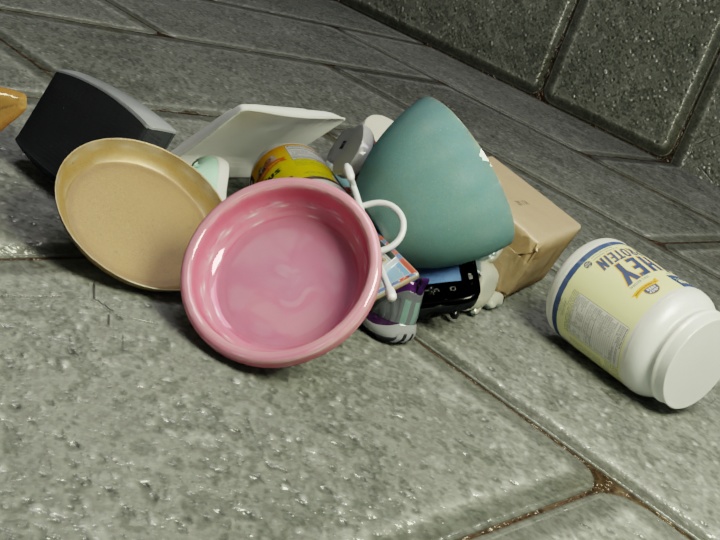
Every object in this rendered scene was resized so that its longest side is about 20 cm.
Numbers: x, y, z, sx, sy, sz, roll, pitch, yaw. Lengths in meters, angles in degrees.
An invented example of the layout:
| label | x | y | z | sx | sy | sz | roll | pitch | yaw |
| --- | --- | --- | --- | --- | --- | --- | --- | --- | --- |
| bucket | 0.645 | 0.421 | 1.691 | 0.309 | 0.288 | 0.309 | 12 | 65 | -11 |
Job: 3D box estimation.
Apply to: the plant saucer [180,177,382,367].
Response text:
| label | x | y | z | sx | sy | sz | roll | pitch | yaw |
| --- | --- | --- | --- | --- | --- | --- | --- | --- | --- |
| plant saucer | -0.075 | 0.006 | 1.042 | 0.200 | 0.201 | 0.051 | 28 | -20 | 22 |

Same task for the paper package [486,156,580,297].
| label | x | y | z | sx | sy | sz | roll | pitch | yaw |
| --- | --- | --- | --- | --- | --- | --- | --- | --- | --- |
| paper package | 0.193 | -0.068 | 1.524 | 0.190 | 0.104 | 0.200 | 42 | 26 | 17 |

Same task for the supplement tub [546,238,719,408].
| label | x | y | z | sx | sy | sz | roll | pitch | yaw |
| --- | --- | --- | --- | --- | --- | --- | --- | --- | --- |
| supplement tub | 0.342 | 0.064 | 1.307 | 0.144 | 0.146 | 0.200 | 4 | 25 | -39 |

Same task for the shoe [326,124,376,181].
| label | x | y | z | sx | sy | sz | roll | pitch | yaw |
| --- | --- | --- | --- | --- | --- | --- | --- | --- | --- |
| shoe | 0.015 | -0.136 | 1.378 | 0.091 | 0.072 | 0.200 | 32 | 4 | -12 |

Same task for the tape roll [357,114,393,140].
| label | x | y | z | sx | sy | sz | roll | pitch | yaw |
| --- | --- | --- | --- | --- | --- | --- | --- | --- | --- |
| tape roll | 0.064 | -0.146 | 1.614 | 0.202 | 0.037 | 0.203 | 39 | 30 | -27 |

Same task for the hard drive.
| label | x | y | z | sx | sy | sz | roll | pitch | yaw |
| --- | --- | --- | --- | --- | --- | --- | --- | --- | --- |
| hard drive | -0.316 | -0.154 | 1.241 | 0.199 | 0.135 | 0.042 | 32 | 0 | 32 |

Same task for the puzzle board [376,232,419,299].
| label | x | y | z | sx | sy | sz | roll | pitch | yaw |
| --- | --- | --- | --- | --- | --- | --- | --- | --- | --- |
| puzzle board | -0.045 | -0.010 | 1.178 | 0.150 | 0.017 | 0.200 | -27 | 36 | -11 |

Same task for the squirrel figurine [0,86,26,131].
| label | x | y | z | sx | sy | sz | roll | pitch | yaw |
| --- | --- | --- | --- | --- | --- | --- | --- | --- | --- |
| squirrel figurine | -0.472 | -0.150 | 1.085 | 0.199 | 0.143 | 0.186 | 5 | 18 | -43 |

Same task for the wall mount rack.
| label | x | y | z | sx | sy | sz | roll | pitch | yaw |
| --- | --- | --- | --- | --- | --- | --- | --- | --- | --- |
| wall mount rack | -0.042 | -0.014 | 1.112 | 0.199 | 0.075 | 0.175 | -19 | 65 | 0 |

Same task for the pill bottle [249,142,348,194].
| label | x | y | z | sx | sy | sz | roll | pitch | yaw |
| --- | --- | --- | --- | --- | --- | --- | --- | --- | --- |
| pill bottle | -0.081 | -0.096 | 1.365 | 0.109 | 0.110 | 0.200 | 12 | 20 | -22 |

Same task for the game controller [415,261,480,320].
| label | x | y | z | sx | sy | sz | roll | pitch | yaw |
| --- | --- | --- | --- | --- | --- | --- | --- | --- | --- |
| game controller | 0.089 | -0.001 | 1.297 | 0.104 | 0.042 | 0.200 | -15 | 25 | 8 |

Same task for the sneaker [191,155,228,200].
| label | x | y | z | sx | sy | sz | roll | pitch | yaw |
| --- | --- | --- | --- | --- | --- | --- | --- | --- | --- |
| sneaker | -0.226 | -0.108 | 1.296 | 0.118 | 0.074 | 0.201 | 21 | 21 | -18 |

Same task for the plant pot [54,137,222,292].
| label | x | y | z | sx | sy | sz | roll | pitch | yaw |
| --- | --- | --- | --- | --- | --- | --- | --- | --- | --- |
| plant pot | -0.229 | -0.055 | 1.126 | 0.199 | 0.028 | 0.201 | 21 | 44 | -22 |

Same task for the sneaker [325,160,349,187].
| label | x | y | z | sx | sy | sz | roll | pitch | yaw |
| --- | --- | --- | --- | --- | --- | --- | --- | --- | --- |
| sneaker | 0.018 | -0.125 | 1.636 | 0.199 | 0.074 | 0.082 | 1 | 56 | -54 |

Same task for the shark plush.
| label | x | y | z | sx | sy | sz | roll | pitch | yaw |
| --- | --- | --- | --- | --- | --- | --- | --- | --- | --- |
| shark plush | 0.121 | 0.031 | 1.356 | 0.083 | 0.091 | 0.200 | 8 | 34 | 26 |

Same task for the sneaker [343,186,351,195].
| label | x | y | z | sx | sy | sz | roll | pitch | yaw |
| --- | --- | --- | --- | --- | --- | --- | --- | --- | --- |
| sneaker | 0.025 | -0.060 | 1.440 | 0.107 | 0.068 | 0.201 | 7 | 20 | -26 |

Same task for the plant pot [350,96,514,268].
| label | x | y | z | sx | sy | sz | roll | pitch | yaw |
| --- | --- | --- | --- | --- | --- | --- | --- | --- | --- |
| plant pot | 0.068 | -0.082 | 1.244 | 0.134 | 0.201 | 0.200 | -31 | 36 | -9 |

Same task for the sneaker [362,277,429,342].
| label | x | y | z | sx | sy | sz | roll | pitch | yaw |
| --- | --- | --- | --- | --- | --- | --- | --- | --- | --- |
| sneaker | 0.000 | 0.000 | 1.220 | 0.200 | 0.088 | 0.074 | 33 | 21 | 33 |

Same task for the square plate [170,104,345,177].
| label | x | y | z | sx | sy | sz | roll | pitch | yaw |
| --- | --- | --- | --- | --- | --- | --- | --- | --- | --- |
| square plate | -0.153 | -0.175 | 1.426 | 0.197 | 0.199 | 0.029 | -4 | 73 | -50 |
